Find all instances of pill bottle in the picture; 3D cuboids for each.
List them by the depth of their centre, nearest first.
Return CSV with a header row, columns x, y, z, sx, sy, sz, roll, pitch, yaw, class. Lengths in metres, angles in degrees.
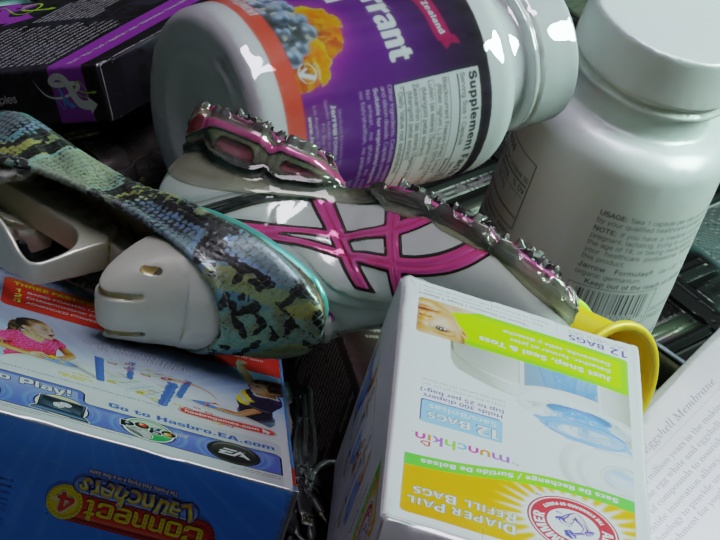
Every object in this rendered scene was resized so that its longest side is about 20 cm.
x,y,z,sx,sy,sz,roll,pitch,yaw,class
0.006,-0.094,1.400,0.199,0.112,0.112,-16,47,-31,pill bottle
0.132,-0.054,1.506,0.114,0.201,0.115,14,34,-10,pill bottle

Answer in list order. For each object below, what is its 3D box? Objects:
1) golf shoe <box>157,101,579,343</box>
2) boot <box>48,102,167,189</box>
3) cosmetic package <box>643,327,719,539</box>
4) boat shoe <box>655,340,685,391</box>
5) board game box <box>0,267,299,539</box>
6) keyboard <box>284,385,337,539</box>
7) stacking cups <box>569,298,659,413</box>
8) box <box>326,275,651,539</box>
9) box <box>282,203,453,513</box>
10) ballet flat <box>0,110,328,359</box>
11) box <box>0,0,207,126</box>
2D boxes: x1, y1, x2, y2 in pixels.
x,y,z,sx,sy,sz,roll,pitch,yaw,class
0.000,0.000,1.263,0.199,0.093,0.073,22,-3,17,golf shoe
-0.137,-0.070,1.479,0.173,0.070,0.200,-12,16,-24,boot
0.217,0.132,1.310,0.200,0.123,0.199,37,61,22,cosmetic package
0.201,0.102,1.450,0.200,0.062,0.075,38,36,23,boat shoe
-0.131,0.054,1.190,0.199,0.056,0.196,16,16,-8,board game box
0.016,0.099,1.275,0.126,0.021,0.200,19,34,-10,keyboard
0.048,0.019,1.323,0.060,0.061,0.200,-14,28,-40,stacking cups
0.049,0.103,1.139,0.112,0.102,0.200,17,26,-4,box
0.022,0.048,1.424,0.100,0.075,0.200,6,35,-20,box
-0.107,-0.004,1.216,0.199,0.075,0.074,26,32,30,ballet flat
-0.171,-0.109,1.484,0.199,0.036,0.143,-1,22,33,box
